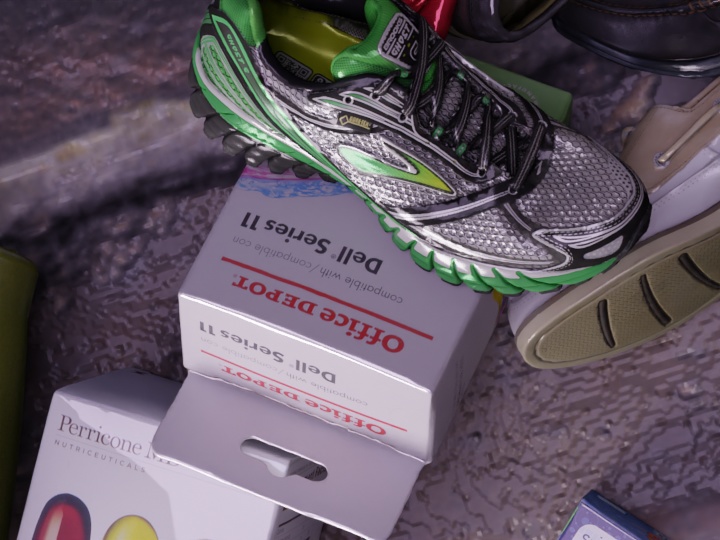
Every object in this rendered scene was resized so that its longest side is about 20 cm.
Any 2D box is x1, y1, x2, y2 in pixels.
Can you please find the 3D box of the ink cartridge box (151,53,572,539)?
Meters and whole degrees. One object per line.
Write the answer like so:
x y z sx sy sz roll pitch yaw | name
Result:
0.000 0.000 1.101 0.117 0.067 0.200 20 61 11 | ink cartridge box

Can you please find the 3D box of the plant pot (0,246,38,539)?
-0.230 0.067 1.161 0.200 0.200 0.193 17 86 11 | plant pot

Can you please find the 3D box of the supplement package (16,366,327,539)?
-0.093 0.156 1.164 0.113 0.110 0.200 15 97 11 | supplement package

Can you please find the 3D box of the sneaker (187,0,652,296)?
0.022 -0.057 1.046 0.200 0.085 0.078 24 61 7 | sneaker

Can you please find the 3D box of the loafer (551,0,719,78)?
0.163 -0.124 1.082 0.200 0.073 0.072 4 137 32 | loafer

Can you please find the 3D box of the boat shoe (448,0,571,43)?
0.103 -0.175 1.092 0.072 0.066 0.201 37 90 -35 | boat shoe

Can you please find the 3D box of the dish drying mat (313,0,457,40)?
0.025 -0.196 1.083 0.077 0.018 0.201 14 90 28 | dish drying mat

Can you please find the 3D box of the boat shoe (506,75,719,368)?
0.141 -0.034 1.121 0.200 0.075 0.068 -33 62 1 | boat shoe

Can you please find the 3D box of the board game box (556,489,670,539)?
0.147 0.207 1.150 0.200 0.034 0.136 34 99 9 | board game box
